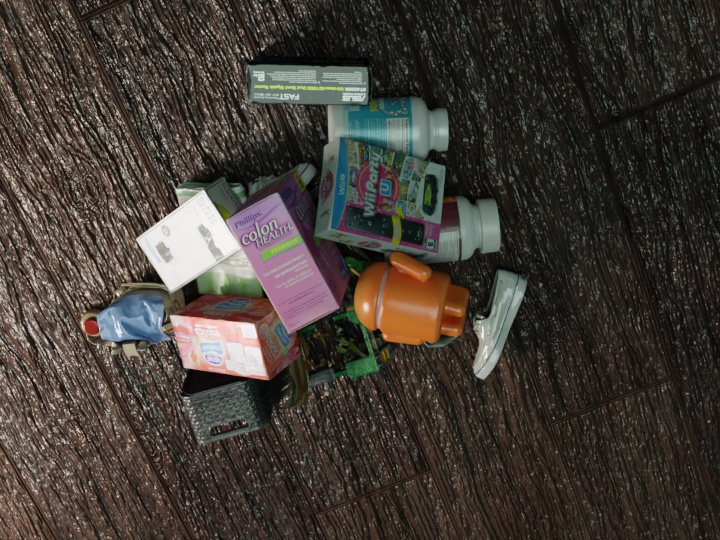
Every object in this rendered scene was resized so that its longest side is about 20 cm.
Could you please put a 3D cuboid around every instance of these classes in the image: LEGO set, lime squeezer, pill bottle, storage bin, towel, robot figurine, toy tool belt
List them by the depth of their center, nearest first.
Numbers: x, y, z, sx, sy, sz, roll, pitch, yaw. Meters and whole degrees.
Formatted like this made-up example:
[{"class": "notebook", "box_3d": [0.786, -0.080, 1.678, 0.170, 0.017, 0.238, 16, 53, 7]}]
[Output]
[{"class": "robot figurine", "box_3d": [0.075, 0.048, 1.499, 0.196, 0.144, 0.119, 10, 73, 9]}, {"class": "pill bottle", "box_3d": [0.045, -0.229, 1.531, 0.196, 0.111, 0.113, -2, 109, -2]}, {"class": "pill bottle", "box_3d": [0.135, -0.069, 1.587, 0.196, 0.110, 0.112, -6, 109, 1]}, {"class": "towel", "box_3d": [-0.242, -0.050, 1.588, 0.147, 0.031, 0.204, 5, 113, 32]}, {"class": "lime squeezer", "box_3d": [0.000, 0.000, 1.598, 0.196, 0.071, 0.038, 10, 97, 7]}, {"class": "storage bin", "box_3d": [-0.227, 0.201, 1.619, 0.133, 0.200, 0.095, -15, 109, 4]}, {"class": "toy tool belt", "box_3d": [-0.405, 0.091, 1.619, 0.196, 0.123, 0.127, -11, 109, 3]}, {"class": "LEGO set", "box_3d": [-0.030, 0.128, 1.666, 0.198, 0.116, 0.156, -28, 88, 21]}]

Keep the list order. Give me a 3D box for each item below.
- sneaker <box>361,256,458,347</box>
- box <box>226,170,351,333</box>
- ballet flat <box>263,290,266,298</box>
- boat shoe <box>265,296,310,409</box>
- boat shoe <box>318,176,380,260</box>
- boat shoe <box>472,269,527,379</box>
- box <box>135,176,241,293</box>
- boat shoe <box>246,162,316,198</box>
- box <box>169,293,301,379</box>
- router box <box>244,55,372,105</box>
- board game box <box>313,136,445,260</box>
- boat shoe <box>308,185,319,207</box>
[{"class": "sneaker", "box_3d": [0.092, 0.055, 1.611, 0.200, 0.147, 0.078, 28, 108, -9]}, {"class": "box", "box_3d": [-0.107, -0.034, 1.472, 0.096, 0.176, 0.202, -26, 102, 13]}, {"class": "ballet flat", "box_3d": [-0.181, 0.022, 1.639, 0.069, 0.070, 0.200, 38, 104, -13]}, {"class": "boat shoe", "box_3d": [-0.128, 0.139, 1.601, 0.075, 0.073, 0.204, -16, 73, 36]}, {"class": "boat shoe", "box_3d": [-0.006, -0.090, 1.546, 0.074, 0.075, 0.203, -38, 143, -5]}, {"class": "boat shoe", "box_3d": [0.235, 0.095, 1.667, 0.065, 0.072, 0.203, 20, 106, -3]}, {"class": "box", "box_3d": [-0.274, -0.058, 1.552, 0.198, 0.060, 0.118, -27, 99, 37]}, {"class": "boat shoe", "box_3d": [-0.165, -0.126, 1.578, 0.199, 0.074, 0.067, -40, 106, 12]}, {"class": "box", "box_3d": [-0.208, 0.107, 1.539, 0.197, 0.094, 0.104, 2, 113, 36]}, {"class": "router box", "box_3d": [-0.081, -0.305, 1.481, 0.196, 0.150, 0.063, 0, 108, -2]}, {"class": "board game box", "box_3d": [0.033, -0.110, 1.466, 0.197, 0.064, 0.151, 11, 78, -26]}, {"class": "boat shoe", "box_3d": [-0.101, -0.091, 1.581, 0.198, 0.072, 0.068, -29, 148, 6]}]
